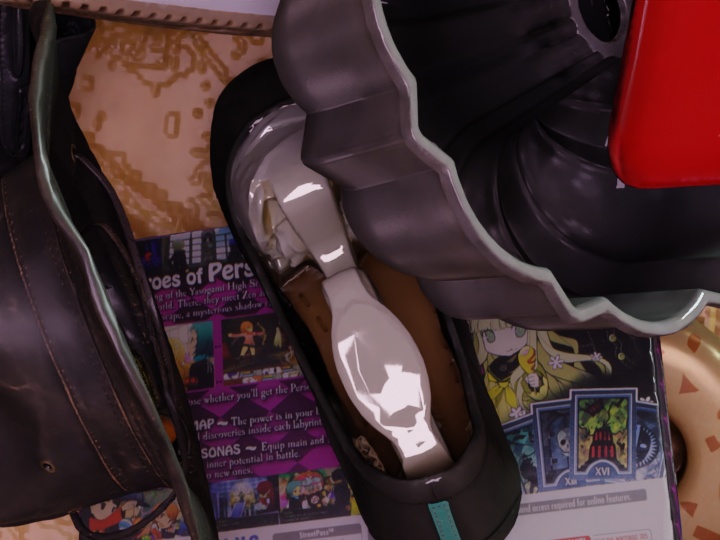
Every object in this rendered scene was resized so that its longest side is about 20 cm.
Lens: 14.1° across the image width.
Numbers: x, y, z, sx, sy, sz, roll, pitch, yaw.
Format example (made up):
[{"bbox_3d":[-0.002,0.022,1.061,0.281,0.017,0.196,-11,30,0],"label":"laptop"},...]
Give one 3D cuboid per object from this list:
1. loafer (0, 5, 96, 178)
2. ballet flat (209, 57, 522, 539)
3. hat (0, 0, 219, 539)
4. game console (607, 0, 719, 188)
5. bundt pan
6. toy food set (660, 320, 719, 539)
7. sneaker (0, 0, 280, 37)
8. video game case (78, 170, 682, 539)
[{"bbox_3d":[-0.120,-0.068,0.956,0.070,0.068,0.202,-13,123,-10],"label":"loafer"},{"bbox_3d":[0.000,0.000,0.930,0.068,0.068,0.201,-26,63,0],"label":"ballet flat"},{"bbox_3d":[-0.100,0.021,0.867,0.080,0.201,0.202,-16,95,-1],"label":"hat"},{"bbox_3d":[0.126,-0.130,0.927,0.173,0.199,0.119,55,127,26],"label":"game console"},{"bbox_3d":[0.047,-0.072,0.898,0.076,0.201,0.203,-15,96,43],"label":"bundt pan"},{"bbox_3d":[0.066,0.123,1.009,0.199,0.049,0.199,-21,94,1],"label":"toy food set"},{"bbox_3d":[-0.032,-0.130,0.934,0.199,0.070,0.109,2,93,-44],"label":"sneaker"},{"bbox_3d":[0.005,0.066,0.958,0.199,0.036,0.182,-8,67,9],"label":"video game case"}]
